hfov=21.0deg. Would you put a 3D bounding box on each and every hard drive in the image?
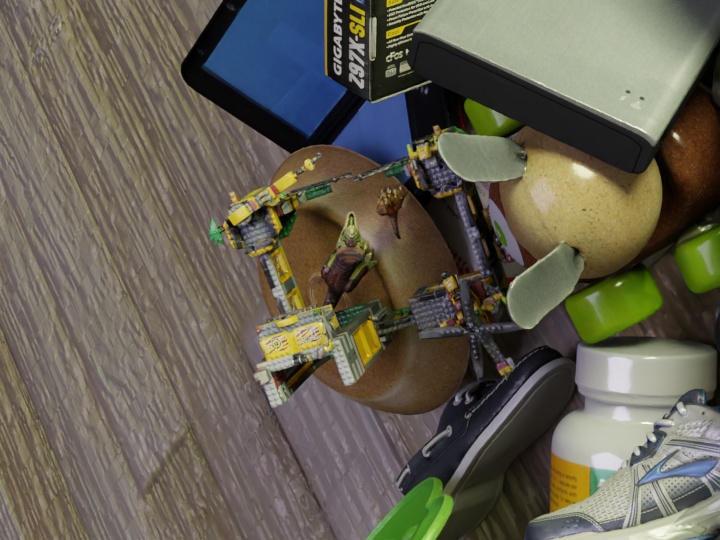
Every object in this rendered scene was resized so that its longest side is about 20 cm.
[{"bbox_3d":[0.131,-0.149,1.060,0.139,0.200,0.033,26,139,12],"label":"hard drive"}]

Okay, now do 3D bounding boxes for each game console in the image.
[{"bbox_3d":[-0.031,-0.105,1.310,0.200,0.118,0.173,133,136,-52],"label":"game console"}]

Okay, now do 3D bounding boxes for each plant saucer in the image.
[{"bbox_3d":[-0.010,0.014,1.318,0.200,0.035,0.201,29,132,37],"label":"plant saucer"}]

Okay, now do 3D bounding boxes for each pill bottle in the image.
[{"bbox_3d":[0.170,0.144,1.170,0.113,0.113,0.201,10,101,52],"label":"pill bottle"}]

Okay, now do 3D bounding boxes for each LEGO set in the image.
[{"bbox_3d":[0.000,0.000,1.191,0.199,0.116,0.154,-9,102,17],"label":"LEGO set"}]

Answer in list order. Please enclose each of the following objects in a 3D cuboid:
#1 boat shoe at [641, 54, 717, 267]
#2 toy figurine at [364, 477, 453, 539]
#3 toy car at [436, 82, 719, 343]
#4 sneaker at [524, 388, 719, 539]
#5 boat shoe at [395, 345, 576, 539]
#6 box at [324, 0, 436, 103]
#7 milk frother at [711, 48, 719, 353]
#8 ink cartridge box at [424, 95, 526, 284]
[{"bbox_3d":[0.185,-0.072,1.170,0.072,0.060,0.201,58,135,32],"label":"boat shoe"},{"bbox_3d":[0.081,0.243,1.254,0.184,0.150,0.200,39,154,-3],"label":"toy figurine"},{"bbox_3d":[0.110,-0.037,1.071,0.158,0.200,0.165,-28,88,36],"label":"toy car"},{"bbox_3d":[0.182,0.115,1.077,0.200,0.077,0.085,-19,68,20],"label":"sneaker"},{"bbox_3d":[0.078,0.110,1.317,0.060,0.075,0.200,55,133,26],"label":"boat shoe"},{"bbox_3d":[0.070,-0.205,1.166,0.049,0.200,0.160,34,137,42],"label":"box"},{"bbox_3d":[0.272,-0.008,1.017,0.200,0.180,0.188,84,-168,-47],"label":"milk frother"},{"bbox_3d":[0.089,-0.061,1.290,0.116,0.067,0.200,52,132,39],"label":"ink cartridge box"}]
